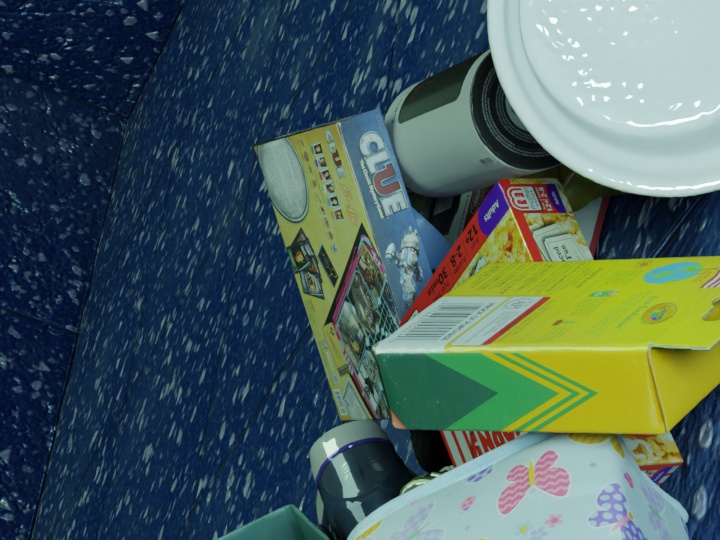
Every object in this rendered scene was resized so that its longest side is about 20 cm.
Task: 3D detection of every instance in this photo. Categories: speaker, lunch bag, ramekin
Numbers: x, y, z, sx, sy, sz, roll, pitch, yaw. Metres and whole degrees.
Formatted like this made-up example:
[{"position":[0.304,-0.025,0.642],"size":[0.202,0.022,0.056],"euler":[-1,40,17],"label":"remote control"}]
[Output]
[{"position":[0.076,-0.091,1.508],"size":[0.200,0.081,0.081],"euler":[169,119,-76],"label":"speaker"},{"position":[0.071,0.192,1.269],"size":[0.200,0.127,0.170],"euler":[-26,33,18],"label":"lunch bag"},{"position":[0.166,-0.147,1.346],"size":[0.098,0.200,0.201],"euler":[-94,25,-78],"label":"ramekin"}]

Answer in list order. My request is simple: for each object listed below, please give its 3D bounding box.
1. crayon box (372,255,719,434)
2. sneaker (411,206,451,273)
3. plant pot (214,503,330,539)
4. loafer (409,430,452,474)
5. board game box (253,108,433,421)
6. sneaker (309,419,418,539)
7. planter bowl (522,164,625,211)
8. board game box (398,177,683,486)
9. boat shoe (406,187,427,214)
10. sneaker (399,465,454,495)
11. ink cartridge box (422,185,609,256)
[{"position":[0.124,0.038,1.283],"size":[0.127,0.200,0.051],"euler":[-34,-65,-48],"label":"crayon box"},{"position":[0.034,0.036,1.691],"size":[0.078,0.070,0.200],"euler":[-41,-38,-16],"label":"sneaker"},{"position":[-0.055,0.283,1.611],"size":[0.200,0.141,0.141],"euler":[66,171,-10],"label":"plant pot"},{"position":[0.080,0.074,1.653],"size":[0.068,0.070,0.201],"euler":[-46,-23,-41],"label":"loafer"},{"position":[0.000,0.000,1.622],"size":[0.135,0.035,0.200],"euler":[-7,101,63],"label":"board game box"},{"position":[0.028,0.200,1.663],"size":[0.200,0.081,0.147],"euler":[68,176,-61],"label":"sneaker"},{"position":[0.167,-0.112,1.523],"size":[0.200,0.083,0.201],"euler":[-160,90,-77],"label":"planter bowl"},{"position":[0.102,0.069,1.443],"size":[0.152,0.046,0.200],"euler":[-58,44,45],"label":"board game box"},{"position":[0.017,-0.044,1.753],"size":[0.200,0.072,0.062],"euler":[138,123,-74],"label":"boat shoe"},{"position":[0.068,0.143,1.549],"size":[0.200,0.090,0.067],"euler":[-96,28,-63],"label":"sneaker"},{"position":[0.106,-0.062,1.709],"size":[0.200,0.083,0.146],"euler":[155,132,-72],"label":"ink cartridge box"}]
